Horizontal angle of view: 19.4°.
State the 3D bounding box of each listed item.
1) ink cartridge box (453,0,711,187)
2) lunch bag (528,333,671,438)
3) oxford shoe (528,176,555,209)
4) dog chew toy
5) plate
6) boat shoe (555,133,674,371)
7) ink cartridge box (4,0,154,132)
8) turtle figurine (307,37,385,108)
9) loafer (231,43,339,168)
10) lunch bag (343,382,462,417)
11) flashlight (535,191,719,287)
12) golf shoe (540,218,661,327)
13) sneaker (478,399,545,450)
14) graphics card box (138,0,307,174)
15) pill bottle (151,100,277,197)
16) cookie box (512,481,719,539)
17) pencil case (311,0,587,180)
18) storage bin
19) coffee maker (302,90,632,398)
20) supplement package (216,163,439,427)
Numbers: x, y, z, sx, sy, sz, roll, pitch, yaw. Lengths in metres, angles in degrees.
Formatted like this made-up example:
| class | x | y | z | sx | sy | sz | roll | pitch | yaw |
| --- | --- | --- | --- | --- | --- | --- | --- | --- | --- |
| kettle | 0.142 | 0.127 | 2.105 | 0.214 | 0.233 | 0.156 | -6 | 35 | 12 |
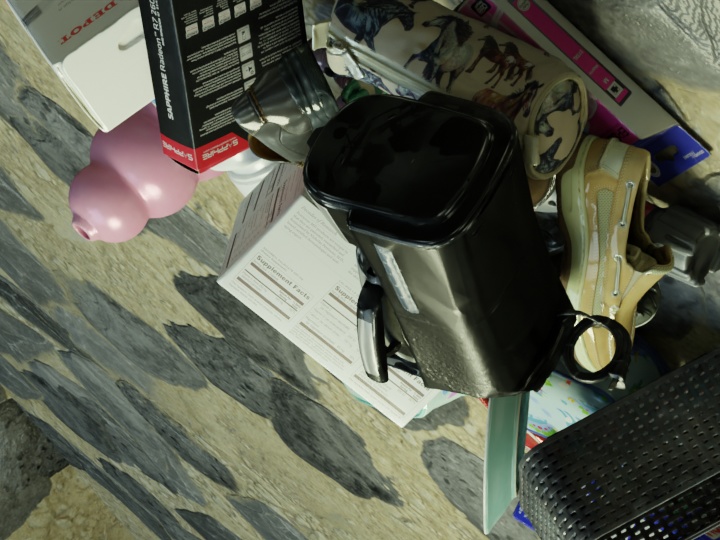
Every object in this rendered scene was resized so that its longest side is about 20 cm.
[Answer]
| class | x | y | z | sx | sy | sz | roll | pitch | yaw |
| --- | --- | --- | --- | --- | --- | --- | --- | --- | --- |
| ink cartridge box | 0.150 | -0.128 | 1.486 | 0.200 | 0.037 | 0.095 | 40 | 161 | -4 |
| lunch bag | 0.190 | 0.099 | 1.845 | 0.200 | 0.082 | 0.161 | 23 | 154 | 43 |
| oxford shoe | 0.089 | -0.054 | 1.531 | 0.073 | 0.084 | 0.200 | 41 | 138 | 14 |
| dog chew toy | -0.193 | -0.107 | 1.946 | 0.124 | 0.200 | 0.125 | 36 | 162 | 14 |
| plate | 0.121 | 0.115 | 1.702 | 0.025 | 0.201 | 0.200 | 4 | 154 | 7 |
| boat shoe | 0.185 | -0.004 | 1.494 | 0.076 | 0.072 | 0.200 | 8 | 133 | 22 |
| ink cartridge box | -0.199 | -0.218 | 1.699 | 0.083 | 0.146 | 0.200 | 57 | 177 | -39 |
| turtle figurine | 0.025 | -0.112 | 1.666 | 0.200 | 0.100 | 0.150 | 44 | 154 | 49 |
| loafer | -0.053 | -0.111 | 1.579 | 0.200 | 0.072 | 0.073 | 66 | 179 | -73 |
| lunch bag | 0.031 | 0.034 | 1.924 | 0.160 | 0.077 | 0.201 | 8 | 118 | 54 |
| flashlight | 0.173 | -0.051 | 1.563 | 0.200 | 0.068 | 0.068 | 28 | 143 | 33 |
| golf shoe | 0.189 | 0.013 | 1.684 | 0.088 | 0.077 | 0.200 | 42 | 172 | -28 |
| sneaker | 0.135 | 0.120 | 2.015 | 0.200 | 0.078 | 0.115 | 48 | 159 | -17 |
| graphics card box | -0.103 | -0.189 | 1.599 | 0.051 | 0.125 | 0.201 | 29 | 137 | 42 |
| pill bottle | -0.121 | -0.158 | 1.828 | 0.112 | 0.112 | 0.200 | 18 | 151 | 50 |
| cookie box | 0.267 | 0.235 | 1.893 | 0.200 | 0.075 | 0.171 | 31 | -165 | 29 |
| pencil case | 0.064 | -0.133 | 1.445 | 0.200 | 0.089 | 0.078 | 30 | 139 | 29 |
| storage bin | 0.235 | 0.162 | 1.682 | 0.094 | 0.200 | 0.135 | 58 | 170 | 26 |
| coffee maker | 0.074 | -0.017 | 1.405 | 0.191 | 0.135 | 0.200 | -3 | 146 | 14 |
| supplement package | 0.000 | 0.000 | 1.745 | 0.200 | 0.111 | 0.156 | 39 | -156 | -15 |
